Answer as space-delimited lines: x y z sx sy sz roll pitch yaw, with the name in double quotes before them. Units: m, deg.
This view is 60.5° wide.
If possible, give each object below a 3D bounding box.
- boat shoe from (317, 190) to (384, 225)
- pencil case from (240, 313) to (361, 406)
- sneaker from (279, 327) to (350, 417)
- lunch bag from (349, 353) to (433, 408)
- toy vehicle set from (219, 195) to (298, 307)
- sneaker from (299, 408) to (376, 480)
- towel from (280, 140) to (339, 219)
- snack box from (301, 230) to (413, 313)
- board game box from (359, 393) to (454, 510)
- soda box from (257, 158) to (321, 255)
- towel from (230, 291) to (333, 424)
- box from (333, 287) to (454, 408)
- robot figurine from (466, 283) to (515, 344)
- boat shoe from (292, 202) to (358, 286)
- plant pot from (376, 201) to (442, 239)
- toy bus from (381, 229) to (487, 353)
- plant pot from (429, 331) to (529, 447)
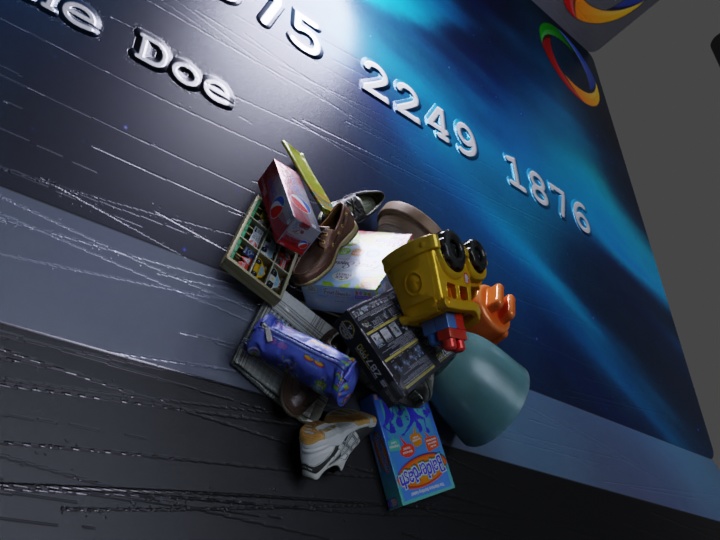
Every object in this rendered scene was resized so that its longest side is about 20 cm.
"boat shoe" -0.016 -0.137 1.362 0.199 0.065 0.073 -31 89 -48
"pencil case" -0.094 0.141 1.006 0.195 0.088 0.079 26 63 15
"sneaker" -0.070 0.163 1.073 0.070 0.075 0.201 45 45 -9
"lunch bag" 0.079 0.150 1.202 0.168 0.138 0.202 44 28 -15
"toy vehicle set" -0.177 -0.041 1.153 0.123 0.026 0.203 38 35 -19
"sneaker" -0.042 0.300 1.075 0.197 0.074 0.091 -3 97 -55
"towel" -0.101 -0.186 1.290 0.203 0.018 0.086 59 11 24
"snack box" 0.000 0.000 1.216 0.201 0.163 0.069 -55 141 -46
"board game box" 0.090 0.333 1.184 0.149 0.045 0.206 1 64 -43
"soda box" -0.140 -0.125 1.185 0.069 0.064 0.203 26 27 -37
"towel" -0.116 0.150 1.111 0.199 0.034 0.195 42 43 -17
"box" 0.063 0.117 1.041 0.163 0.049 0.198 53 33 10
"robot figurine" 0.249 0.109 1.361 0.141 0.199 0.120 5 56 -44
"boat shoe" -0.075 -0.053 1.189 0.202 0.070 0.069 -54 136 -36
"plant pot" 0.100 -0.044 1.347 0.201 0.200 0.093 46 70 -11
"toy bus" 0.149 0.048 1.067 0.197 0.134 0.198 10 60 -49
"plant pot" 0.219 0.225 1.265 0.160 0.200 0.203 41 43 -10
